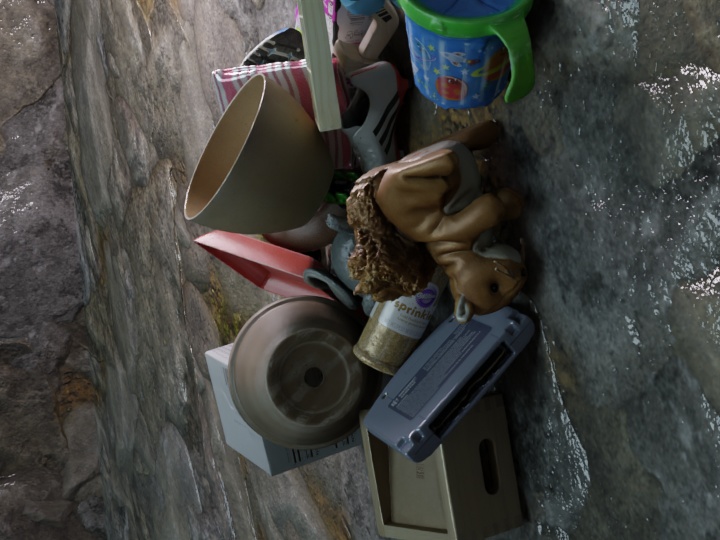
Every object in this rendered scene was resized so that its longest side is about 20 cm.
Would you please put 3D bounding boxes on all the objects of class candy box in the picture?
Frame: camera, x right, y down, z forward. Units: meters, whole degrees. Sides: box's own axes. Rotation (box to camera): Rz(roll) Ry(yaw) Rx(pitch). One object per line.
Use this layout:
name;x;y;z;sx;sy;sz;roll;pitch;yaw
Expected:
candy box;-0.037;-0.300;1.685;0.136;0.061;0.200;-128;34;-50

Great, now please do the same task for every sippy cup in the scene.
sippy cup;0.104;-0.240;1.317;0.131;0.139;0.178;90;-178;-48

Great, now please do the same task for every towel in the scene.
towel;-0.097;-0.196;1.675;0.200;0.030;0.147;0;114;29

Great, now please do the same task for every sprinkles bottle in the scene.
sprinkles bottle;0.062;0.020;1.488;0.068;0.068;0.200;42;110;55

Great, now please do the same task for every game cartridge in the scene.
game cartridge;0.093;0.115;1.430;0.041;0.200;0.133;47;171;-26

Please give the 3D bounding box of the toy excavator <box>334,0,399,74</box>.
toy excavator;0.020;-0.325;1.511;0.194;0.200;0.100;-36;55;16

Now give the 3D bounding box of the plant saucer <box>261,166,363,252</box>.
plant saucer;-0.078;-0.125;1.734;0.200;0.037;0.201;-7;76;29

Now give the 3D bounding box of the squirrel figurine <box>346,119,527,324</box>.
squirrel figurine;0.083;-0.034;1.391;0.200;0.142;0.187;-20;101;24

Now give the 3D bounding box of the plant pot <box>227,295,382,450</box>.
plant pot;-0.062;0.128;1.593;0.174;0.199;0.201;163;96;-82

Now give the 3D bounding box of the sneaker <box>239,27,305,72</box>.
sneaker;-0.131;-0.262;1.751;0.200;0.078;0.090;-50;21;46

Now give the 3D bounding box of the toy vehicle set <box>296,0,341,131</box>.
toy vehicle set;-0.053;-0.270;1.535;0.124;0.026;0.201;-113;14;-79

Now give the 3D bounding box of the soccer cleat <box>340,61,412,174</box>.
soccer cleat;0.012;-0.163;1.604;0.069;0.085;0.200;-130;37;-48

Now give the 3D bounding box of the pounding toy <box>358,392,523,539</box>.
pounding toy;0.105;0.249;1.543;0.184;0.142;0.201;-8;92;56

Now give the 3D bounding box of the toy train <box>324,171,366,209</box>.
toy train;0.029;-0.089;1.576;0.200;0.056;0.042;8;67;48

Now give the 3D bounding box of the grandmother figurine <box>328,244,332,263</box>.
grandmother figurine;-0.042;-0.079;1.798;0.121;0.060;0.200;62;-171;-69

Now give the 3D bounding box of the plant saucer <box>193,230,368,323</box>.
plant saucer;-0.101;0.004;1.784;0.199;0.200;0.037;18;79;30

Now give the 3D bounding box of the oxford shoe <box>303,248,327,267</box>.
oxford shoe;-0.083;-0.023;1.840;0.200;0.071;0.074;64;-179;-61

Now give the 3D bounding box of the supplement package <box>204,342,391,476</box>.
supplement package;-0.082;0.166;1.804;0.191;0.200;0.147;15;120;64

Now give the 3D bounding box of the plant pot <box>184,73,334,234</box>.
plant pot;-0.112;-0.124;1.607;0.200;0.134;0.201;-50;24;32

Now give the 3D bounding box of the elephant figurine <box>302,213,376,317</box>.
elephant figurine;0.000;0.000;1.630;0.200;0.141;0.156;-7;96;65
